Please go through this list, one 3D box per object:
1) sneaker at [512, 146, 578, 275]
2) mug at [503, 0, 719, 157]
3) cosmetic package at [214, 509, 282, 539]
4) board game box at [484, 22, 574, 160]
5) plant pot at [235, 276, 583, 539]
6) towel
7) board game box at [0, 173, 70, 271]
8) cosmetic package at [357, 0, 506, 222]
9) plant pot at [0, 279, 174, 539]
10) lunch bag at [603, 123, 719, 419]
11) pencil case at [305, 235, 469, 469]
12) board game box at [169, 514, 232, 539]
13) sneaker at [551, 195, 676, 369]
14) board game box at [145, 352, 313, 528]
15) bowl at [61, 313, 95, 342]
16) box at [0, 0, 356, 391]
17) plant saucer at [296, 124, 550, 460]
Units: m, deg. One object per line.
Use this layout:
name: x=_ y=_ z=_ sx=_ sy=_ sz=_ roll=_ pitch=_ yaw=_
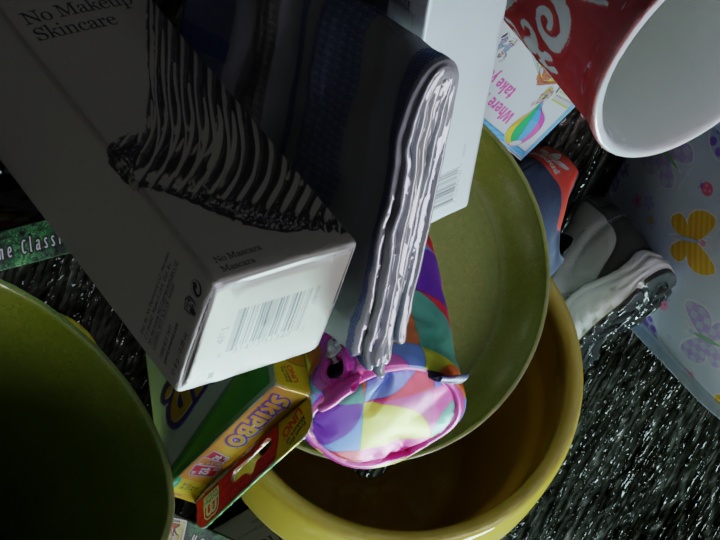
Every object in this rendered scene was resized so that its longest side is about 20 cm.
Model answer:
sneaker: x=0.079 y=0.007 z=1.660 sx=0.084 sy=0.075 sz=0.200 roll=-33 pitch=159 yaw=-39
mug: x=0.111 y=-0.183 z=1.298 sx=0.133 sy=0.200 sz=0.178 roll=-3 pitch=134 yaw=-47
cosmetic package: x=-0.052 y=0.223 z=1.700 sx=0.199 sy=0.151 sz=0.052 roll=-30 pitch=150 yaw=-21
board game box: x=0.086 y=-0.145 z=1.493 sx=0.134 sy=0.034 sz=0.200 roll=-45 pitch=151 yaw=7
plant pot: x=0.011 y=0.081 z=1.572 sx=0.200 sy=0.201 sz=0.189 roll=-32 pitch=166 yaw=-16
towel: x=-0.031 y=-0.058 z=1.264 sx=0.024 sy=0.200 sz=0.148 roll=-3 pitch=115 yaw=-36
board game box: x=-0.183 y=-0.018 z=1.282 sx=0.199 sy=0.104 sz=0.024 roll=-16 pitch=106 yaw=-39
cosmetic package: x=-0.001 y=-0.133 z=1.282 sx=0.051 sy=0.151 sz=0.201 roll=-24 pitch=147 yaw=-25
plant pot: x=-0.217 y=0.130 z=1.313 sx=0.187 sy=0.188 sz=0.200 roll=-1 pitch=142 yaw=-50
lunch bag: x=0.250 y=-0.009 z=1.708 sx=0.127 sy=0.200 sz=0.170 roll=-15 pitch=142 yaw=-38
pencil case: x=-0.003 y=-0.003 z=1.359 sx=0.088 sy=0.201 sz=0.089 roll=-8 pitch=142 yaw=-6
board game box: x=-0.052 y=0.170 z=1.578 sx=0.024 sy=0.199 sz=0.105 roll=-66 pitch=-164 yaw=-8
sneaker: x=0.113 y=0.025 z=1.731 sx=0.074 sy=0.080 sz=0.200 roll=-17 pitch=161 yaw=-44
board game box: x=-0.069 y=0.017 z=1.350 sx=0.030 sy=0.201 sz=0.096 roll=17 pitch=135 yaw=-34
bowl: x=-0.193 y=0.128 z=1.459 sx=0.199 sy=0.108 sz=0.201 roll=-30 pitch=150 yaw=-19
box: x=-0.093 y=-0.045 z=1.240 sx=0.082 sy=0.200 sz=0.069 roll=-17 pitch=144 yaw=-36
plant saucer: x=0.000 y=0.000 z=1.462 sx=0.199 sy=0.201 sz=0.031 roll=-31 pitch=-178 yaw=-17
